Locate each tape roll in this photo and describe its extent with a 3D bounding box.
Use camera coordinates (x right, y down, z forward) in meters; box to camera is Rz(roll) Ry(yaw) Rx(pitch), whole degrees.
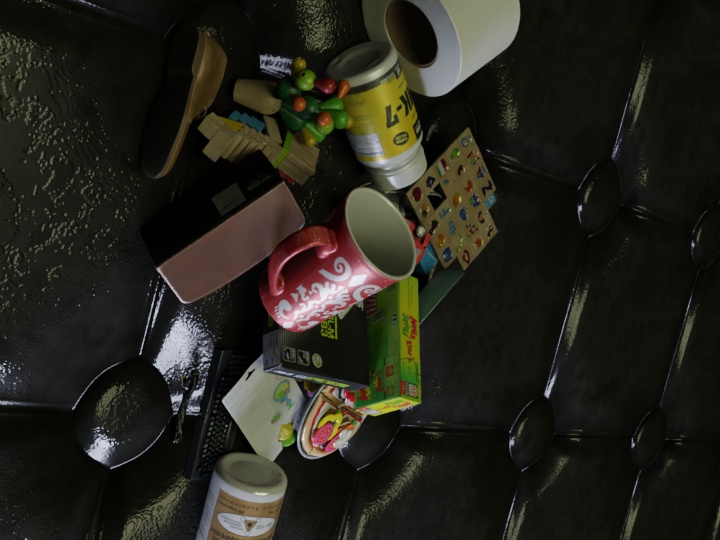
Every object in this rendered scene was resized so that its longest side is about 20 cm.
[{"bbox_3d":[0.118,-0.381,1.485,0.139,0.201,0.205,-37,126,-27],"label":"tape roll"}]

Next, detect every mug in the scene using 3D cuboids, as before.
[{"bbox_3d":[-0.053,-0.017,1.360,0.176,0.199,0.135,33,43,-29],"label":"mug"}]

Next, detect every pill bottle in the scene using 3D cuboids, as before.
[{"bbox_3d":[-0.187,0.389,1.510,0.113,0.114,0.203,2,111,-43],"label":"pill bottle"},{"bbox_3d":[0.029,-0.230,1.513,0.114,0.113,0.202,-41,128,-25],"label":"pill bottle"}]

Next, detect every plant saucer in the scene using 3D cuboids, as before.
[{"bbox_3d":[0.096,0.067,1.665,0.201,0.036,0.200,-49,175,-5],"label":"plant saucer"}]

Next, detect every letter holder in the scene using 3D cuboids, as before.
[{"bbox_3d":[-0.172,-0.037,1.355,0.198,0.101,0.143,-34,129,-5],"label":"letter holder"}]

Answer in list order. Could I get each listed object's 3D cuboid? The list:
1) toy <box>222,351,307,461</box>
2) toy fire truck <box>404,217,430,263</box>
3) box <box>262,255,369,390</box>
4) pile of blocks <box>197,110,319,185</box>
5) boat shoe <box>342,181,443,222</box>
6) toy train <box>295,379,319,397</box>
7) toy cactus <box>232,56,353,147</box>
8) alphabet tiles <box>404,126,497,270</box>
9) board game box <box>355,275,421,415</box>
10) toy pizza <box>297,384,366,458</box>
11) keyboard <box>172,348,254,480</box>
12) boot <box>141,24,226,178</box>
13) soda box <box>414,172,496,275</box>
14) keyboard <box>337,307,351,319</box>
[{"bbox_3d":[-0.149,0.201,1.527,0.115,0.047,0.201,-49,140,-22],"label":"toy"},{"bbox_3d":[0.008,-0.039,1.521,0.199,0.048,0.143,32,70,-28],"label":"toy fire truck"},{"bbox_3d":[-0.066,0.068,1.509,0.191,0.047,0.204,18,62,-43],"label":"box"},{"bbox_3d":[-0.150,-0.172,1.411,0.198,0.083,0.062,17,133,-37],"label":"pile of blocks"},{"bbox_3d":[0.051,-0.105,1.610,0.198,0.062,0.074,-15,114,-39],"label":"boat shoe"},{"bbox_3d":[-0.056,0.121,1.590,0.200,0.055,0.152,-44,129,-24],"label":"toy train"},{"bbox_3d":[-0.092,-0.237,1.373,0.200,0.162,0.104,48,57,-84],"label":"toy cactus"},{"bbox_3d":[0.164,-0.106,1.662,0.167,0.007,0.201,-47,128,-22],"label":"alphabet tiles"},{"bbox_3d":[0.041,0.115,1.564,0.047,0.101,0.203,20,60,-40],"label":"board game box"},{"bbox_3d":[-0.025,0.226,1.628,0.199,0.032,0.202,-37,146,-31],"label":"toy pizza"},{"bbox_3d":[-0.225,0.214,1.487,0.126,0.020,0.204,9,96,-45],"label":"keyboard"},{"bbox_3d":[-0.227,-0.211,1.314,0.075,0.073,0.203,22,86,-55],"label":"boot"},{"bbox_3d":[0.140,-0.086,1.697,0.200,0.067,0.065,-46,129,-23],"label":"soda box"},{"bbox_3d":[0.000,0.000,1.574,0.057,0.011,0.200,58,39,-15],"label":"keyboard"}]
